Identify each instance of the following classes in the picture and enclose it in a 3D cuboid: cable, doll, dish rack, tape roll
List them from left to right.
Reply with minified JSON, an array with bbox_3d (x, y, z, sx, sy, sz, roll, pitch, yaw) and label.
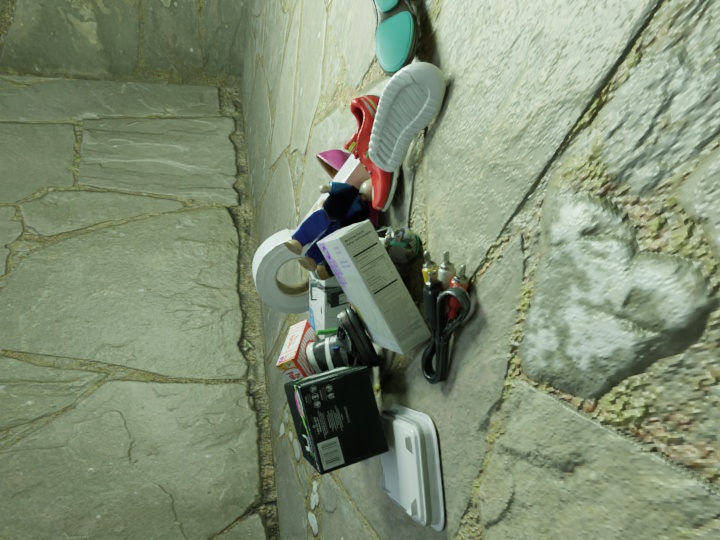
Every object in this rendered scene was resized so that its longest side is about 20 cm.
[{"bbox_3d":[-0.163,0.003,1.301,0.071,0.202,0.203,-125,36,-61],"label":"tape roll"},{"bbox_3d":[-0.036,-0.086,0.922,0.137,0.200,0.048,52,160,-25],"label":"doll"},{"bbox_3d":[0.071,0.315,0.864,0.200,0.043,0.172,158,108,-73],"label":"dish rack"},{"bbox_3d":[0.119,0.074,0.713,0.097,0.050,0.200,29,135,50],"label":"cable"}]

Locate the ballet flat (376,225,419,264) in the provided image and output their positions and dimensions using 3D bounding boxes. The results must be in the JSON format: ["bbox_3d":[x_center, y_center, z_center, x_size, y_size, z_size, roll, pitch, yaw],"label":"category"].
[{"bbox_3d":[0.031,-0.042,0.892,0.200,0.072,0.072,175,92,-73],"label":"ballet flat"}]

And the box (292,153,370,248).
[{"bbox_3d":[-0.045,-0.128,0.956,0.200,0.041,0.039,-55,39,-5],"label":"box"}]

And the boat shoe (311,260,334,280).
[{"bbox_3d":[-0.047,-0.072,1.001,0.075,0.062,0.200,55,-145,-50],"label":"boat shoe"}]

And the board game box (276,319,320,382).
[{"bbox_3d":[-0.096,0.227,1.134,0.200,0.046,0.152,59,-163,-20],"label":"board game box"}]

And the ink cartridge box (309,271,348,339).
[{"bbox_3d":[-0.060,0.040,1.170,0.145,0.084,0.200,-151,60,-69],"label":"ink cartridge box"}]

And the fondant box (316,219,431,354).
[{"bbox_3d":[0.017,0.026,0.831,0.200,0.058,0.144,62,164,-8],"label":"fondant box"}]

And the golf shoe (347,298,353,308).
[{"bbox_3d":[0.000,0.000,1.009,0.200,0.073,0.092,63,141,37],"label":"golf shoe"}]

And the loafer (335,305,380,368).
[{"bbox_3d":[-0.013,0.134,0.945,0.200,0.063,0.072,65,-179,-55],"label":"loafer"}]

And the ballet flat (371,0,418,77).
[{"bbox_3d":[0.055,-0.363,0.778,0.073,0.073,0.200,131,133,-66],"label":"ballet flat"}]

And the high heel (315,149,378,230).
[{"bbox_3d":[-0.025,-0.151,1.006,0.067,0.096,0.200,119,145,-59],"label":"high heel"}]

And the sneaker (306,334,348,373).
[{"bbox_3d":[-0.019,0.221,1.096,0.200,0.112,0.073,60,-161,-16],"label":"sneaker"}]

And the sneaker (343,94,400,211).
[{"bbox_3d":[0.014,-0.196,0.892,0.077,0.085,0.200,157,109,-72],"label":"sneaker"}]

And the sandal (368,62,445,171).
[{"bbox_3d":[0.064,-0.229,0.778,0.050,0.082,0.203,-53,0,-35],"label":"sandal"}]

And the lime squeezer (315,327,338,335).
[{"bbox_3d":[-0.010,0.085,1.006,0.071,0.200,0.038,48,126,-4],"label":"lime squeezer"}]

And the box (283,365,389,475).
[{"bbox_3d":[-0.050,0.257,0.943,0.200,0.124,0.149,146,110,-73],"label":"box"}]
